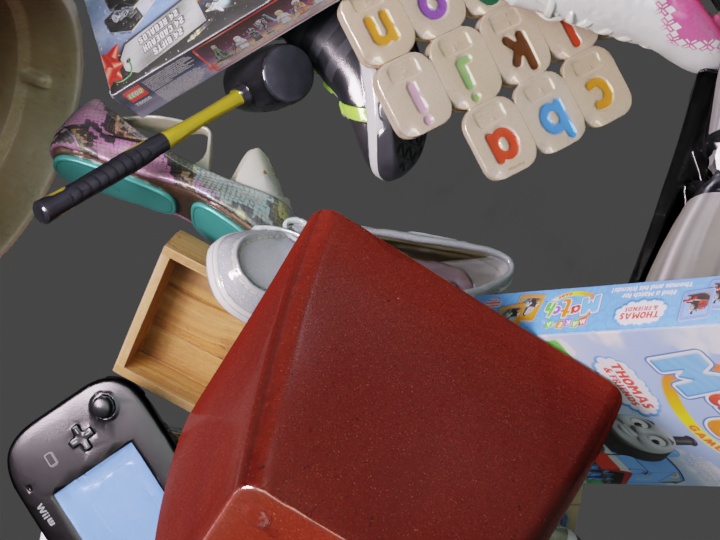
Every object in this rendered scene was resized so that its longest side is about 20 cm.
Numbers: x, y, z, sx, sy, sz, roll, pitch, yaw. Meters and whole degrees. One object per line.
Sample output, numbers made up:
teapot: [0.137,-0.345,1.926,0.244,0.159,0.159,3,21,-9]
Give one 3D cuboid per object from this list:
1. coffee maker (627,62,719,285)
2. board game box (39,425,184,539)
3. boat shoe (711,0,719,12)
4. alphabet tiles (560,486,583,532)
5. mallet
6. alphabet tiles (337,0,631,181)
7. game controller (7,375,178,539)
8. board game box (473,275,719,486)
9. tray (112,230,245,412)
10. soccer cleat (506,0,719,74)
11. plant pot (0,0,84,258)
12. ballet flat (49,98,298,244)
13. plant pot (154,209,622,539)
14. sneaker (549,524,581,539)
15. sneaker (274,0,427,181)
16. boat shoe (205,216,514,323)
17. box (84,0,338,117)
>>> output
coffee maker: [0.223,-0.014,0.967,0.134,0.192,0.201,28,70,-12]
board game box: [-0.149,0.201,1.028,0.125,0.035,0.202,10,89,2]
boat shoe: [0.212,-0.220,0.977,0.067,0.200,0.072,9,63,43]
alphabet tiles: [0.050,0.104,0.978,0.198,0.008,0.169,1,114,-13]
mallet: [-0.111,-0.084,0.968,0.200,0.066,0.041,-37,107,-34]
alphabet tiles: [0.085,-0.166,1.003,0.199,0.015,0.197,-28,90,-21]
game controller: [-0.137,0.169,0.990,0.104,0.042,0.201,-33,88,0]
board game box: [0.162,0.067,0.880,0.151,0.199,0.037,47,55,-31]
tray: [-0.050,0.065,1.012,0.199,0.037,0.099,28,114,4]
soccer cleat: [0.143,-0.178,0.989,0.200,0.070,0.086,42,88,-7]
plant pot: [-0.302,-0.116,0.978,0.182,0.200,0.202,22,89,13]
ballet flat: [-0.104,-0.057,1.024,0.199,0.069,0.072,26,70,3]
plant pot: [-0.005,0.128,0.838,0.199,0.177,0.200,32,127,-3]
sneaker: [0.090,0.253,0.998,0.115,0.076,0.201,32,102,-10]
sneaker: [-0.014,-0.153,1.029,0.082,0.072,0.202,-14,87,26]
boat shoe: [0.001,0.001,0.965,0.200,0.065,0.075,9,55,-31]
box: [-0.083,-0.204,0.988,0.199,0.040,0.138,-28,63,16]
